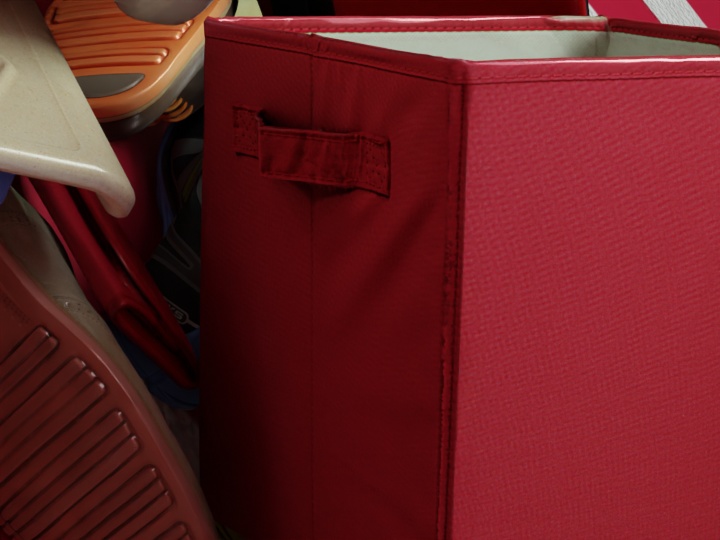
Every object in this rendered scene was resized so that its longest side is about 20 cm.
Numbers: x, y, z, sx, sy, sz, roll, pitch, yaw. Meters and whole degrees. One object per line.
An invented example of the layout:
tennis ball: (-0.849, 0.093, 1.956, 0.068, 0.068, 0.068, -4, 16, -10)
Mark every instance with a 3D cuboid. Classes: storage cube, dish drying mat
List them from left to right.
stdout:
dish drying mat: (-0.115, -0.048, 0.726, 0.201, 0.018, 0.077, 56, 0, 29)
storage cube: (0.055, 0.010, 0.664, 0.198, 0.171, 0.182, -5, 103, -29)

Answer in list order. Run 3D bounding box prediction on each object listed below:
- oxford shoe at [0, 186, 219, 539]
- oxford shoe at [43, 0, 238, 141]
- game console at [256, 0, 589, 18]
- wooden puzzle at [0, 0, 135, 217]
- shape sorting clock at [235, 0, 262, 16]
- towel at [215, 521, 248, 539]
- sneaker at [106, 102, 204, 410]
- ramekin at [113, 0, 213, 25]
oxford shoe: (-0.104, 0.026, 0.663, 0.201, 0.071, 0.074, 56, 23, -2)
oxford shoe: (-0.079, -0.087, 0.804, 0.200, 0.071, 0.074, -73, 160, -62)
game console: (0.008, -0.167, 0.799, 0.173, 0.118, 0.201, -110, -173, -50)
wooden puzzle: (-0.182, -0.086, 0.620, 0.199, 0.046, 0.186, 16, 29, -38)
shape sorting clock: (-0.062, -0.205, 0.945, 0.199, 0.039, 0.202, -16, 110, -53)
towel: (0.010, 0.159, 0.773, 0.201, 0.018, 0.086, 57, 22, 1)
sneaker: (-0.045, -0.022, 0.807, 0.071, 0.082, 0.200, 46, 27, -21)
ramekin: (-0.086, -0.188, 0.656, 0.093, 0.203, 0.204, 7, 48, -22)
